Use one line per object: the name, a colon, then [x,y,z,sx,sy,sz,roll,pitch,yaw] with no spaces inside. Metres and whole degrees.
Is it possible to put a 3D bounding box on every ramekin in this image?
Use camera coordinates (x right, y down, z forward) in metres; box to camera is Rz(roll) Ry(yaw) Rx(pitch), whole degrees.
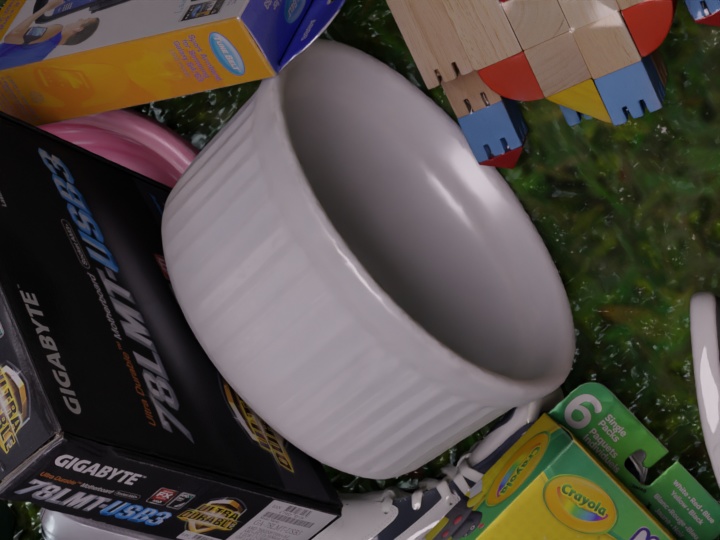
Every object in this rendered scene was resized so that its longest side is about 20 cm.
ramekin: [0.000,0.000,1.124,0.098,0.200,0.201,-40,90,25]

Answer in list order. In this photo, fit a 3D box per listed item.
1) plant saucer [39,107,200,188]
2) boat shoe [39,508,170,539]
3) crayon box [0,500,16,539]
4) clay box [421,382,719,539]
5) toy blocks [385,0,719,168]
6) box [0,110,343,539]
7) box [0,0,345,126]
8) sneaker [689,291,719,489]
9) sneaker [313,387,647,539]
plant saucer: [-0.141,0.009,1.236,0.199,0.051,0.202,3,101,13]
boat shoe: [-0.075,0.167,1.249,0.199,0.072,0.071,20,122,14]
crayon box: [-0.286,0.103,1.243,0.125,0.052,0.200,-22,126,18]
clay box: [0.080,0.160,1.129,0.200,0.048,0.115,-46,109,2]
toy blocks: [0.099,-0.127,1.133,0.199,0.100,0.137,-22,107,18]
box: [-0.115,0.026,1.065,0.050,0.198,0.201,-39,57,18]
box: [-0.088,-0.130,1.129,0.199,0.119,0.042,-11,129,35]
sneaker: [0.223,0.094,1.151,0.098,0.071,0.201,-16,103,15]
sneaker: [0.053,0.103,1.190,0.198,0.079,0.131,13,103,12]
